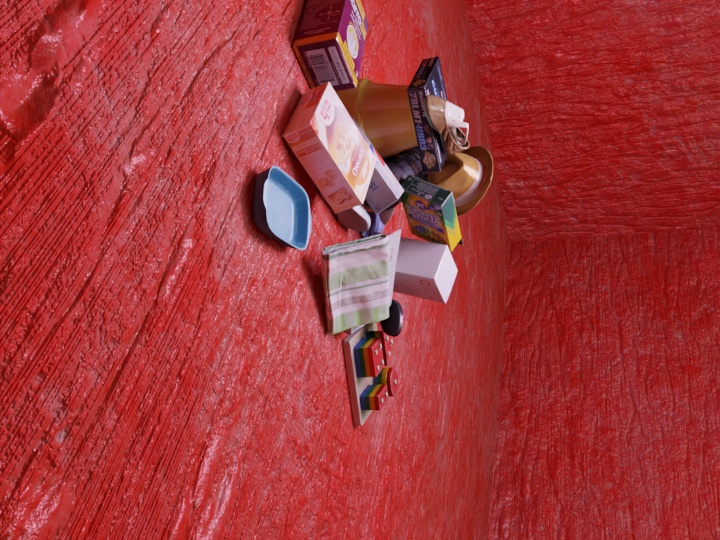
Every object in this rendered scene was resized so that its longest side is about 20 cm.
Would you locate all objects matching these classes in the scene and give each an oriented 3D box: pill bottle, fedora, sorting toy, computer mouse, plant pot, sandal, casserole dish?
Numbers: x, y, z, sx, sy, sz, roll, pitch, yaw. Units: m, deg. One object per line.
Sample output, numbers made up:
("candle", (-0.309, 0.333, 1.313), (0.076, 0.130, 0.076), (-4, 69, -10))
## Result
("pill bottle", (0.075, -0.212, 1.727), (0.199, 0.105, 0.108), (-35, 122, -41))
("fedora", (0.222, -0.223, 1.707), (0.081, 0.199, 0.204), (26, 58, -36))
("sorting toy", (0.034, 0.230, 1.693), (0.199, 0.068, 0.204), (-36, 121, -67))
("computer mouse", (0.062, -0.213, 1.831), (0.110, 0.043, 0.204), (53, 28, -69))
("plant pot", (0.056, -0.352, 1.682), (0.200, 0.185, 0.206), (-4, 90, -70))
("sandal", (0.073, 0.101, 1.708), (0.076, 0.044, 0.200), (-64, -160, 9))
("casserole dish", (-0.143, -0.108, 1.294), (0.200, 0.038, 0.124), (35, 54, -67))

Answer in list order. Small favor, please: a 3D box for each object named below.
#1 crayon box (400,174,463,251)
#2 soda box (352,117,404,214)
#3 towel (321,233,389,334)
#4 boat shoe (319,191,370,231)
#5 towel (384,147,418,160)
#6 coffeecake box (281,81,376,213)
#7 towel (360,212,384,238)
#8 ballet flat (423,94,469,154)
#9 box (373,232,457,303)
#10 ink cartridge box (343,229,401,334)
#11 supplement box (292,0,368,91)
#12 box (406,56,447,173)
("crayon box", (0.169, -0.124, 1.708), (0.052, 0.124, 0.201), (-51, 146, -20))
("soda box", (0.010, -0.230, 1.587), (0.201, 0.068, 0.064), (53, 28, -9))
("towel", (-0.005, 0.032, 1.477), (0.031, 0.146, 0.204), (-128, -151, -54))
("boat shoe", (-0.025, -0.157, 1.586), (0.200, 0.071, 0.072), (51, 44, -55))
("towel", (0.124, -0.294, 1.856), (0.049, 0.198, 0.112), (-50, 143, -15))
("coffeecake box", (-0.057, -0.245, 1.443), (0.201, 0.072, 0.155), (54, 35, -31))
("towel", (0.023, -0.140, 1.796), (0.201, 0.023, 0.147), (65, 29, -46))
("ballet flat", (0.195, -0.315, 1.554), (0.200, 0.071, 0.069), (50, 44, -57))
("box", (0.123, -0.007, 1.770), (0.099, 0.197, 0.125), (-66, 151, -21))
("ink cartridge box", (0.018, 0.018, 1.573), (0.162, 0.056, 0.204), (-29, 130, -48))
("supplement box", (-0.058, -0.490, 1.507), (0.132, 0.101, 0.203), (60, 32, -50))
("box", (0.163, -0.356, 1.641), (0.200, 0.049, 0.203), (-66, 146, -54))
